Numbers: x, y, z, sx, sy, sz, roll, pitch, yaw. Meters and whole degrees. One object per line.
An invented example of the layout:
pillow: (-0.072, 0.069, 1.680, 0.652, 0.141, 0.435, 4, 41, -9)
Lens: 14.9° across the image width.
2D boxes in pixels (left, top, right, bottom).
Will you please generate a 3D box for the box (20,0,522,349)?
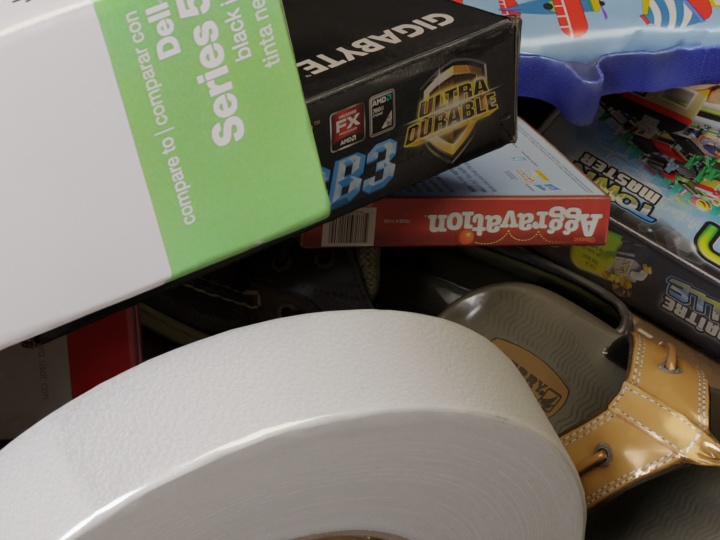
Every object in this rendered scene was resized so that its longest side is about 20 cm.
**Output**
box: (-0.088, -0.057, 0.843, 0.200, 0.050, 0.198, -25, 34, -38)

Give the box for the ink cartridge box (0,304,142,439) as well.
ink cartridge box: (-0.130, 0.000, 0.857, 0.199, 0.068, 0.116, -4, 26, -5)

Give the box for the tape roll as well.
tape roll: (-0.034, 0.092, 0.753, 0.202, 0.203, 0.037, -12, 51, -24)

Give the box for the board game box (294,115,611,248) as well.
board game box: (0.005, -0.047, 0.952, 0.102, 0.020, 0.200, 0, 19, -16)

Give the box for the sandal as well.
sandal: (0.077, 0.044, 0.815, 0.082, 0.055, 0.200, -44, 39, -8)

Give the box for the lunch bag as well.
lunch bag: (0.052, -0.112, 1.011, 0.150, 0.094, 0.200, -3, 37, -13)

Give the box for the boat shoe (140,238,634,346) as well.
boat shoe: (0.000, 0.000, 0.939, 0.199, 0.065, 0.073, 17, 47, 1)

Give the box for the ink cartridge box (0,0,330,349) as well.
ink cartridge box: (-0.129, -0.041, 0.682, 0.199, 0.084, 0.146, -22, 35, -13)

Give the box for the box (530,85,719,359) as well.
box: (0.160, -0.008, 1.011, 0.200, 0.035, 0.110, 30, 48, 13)
